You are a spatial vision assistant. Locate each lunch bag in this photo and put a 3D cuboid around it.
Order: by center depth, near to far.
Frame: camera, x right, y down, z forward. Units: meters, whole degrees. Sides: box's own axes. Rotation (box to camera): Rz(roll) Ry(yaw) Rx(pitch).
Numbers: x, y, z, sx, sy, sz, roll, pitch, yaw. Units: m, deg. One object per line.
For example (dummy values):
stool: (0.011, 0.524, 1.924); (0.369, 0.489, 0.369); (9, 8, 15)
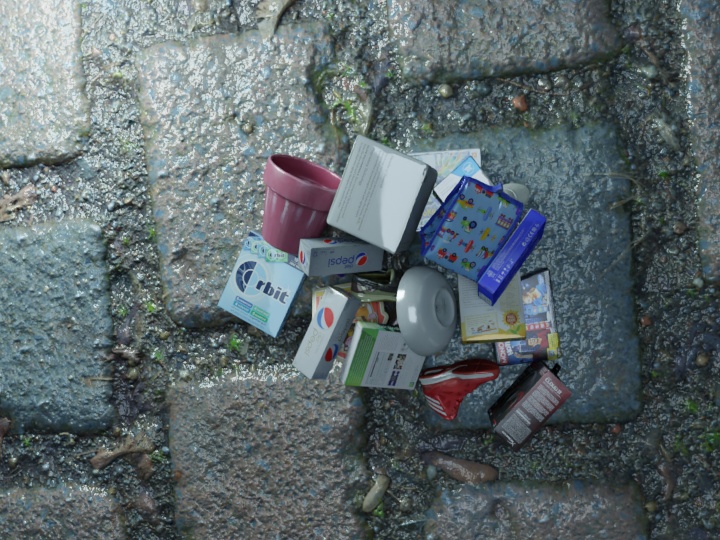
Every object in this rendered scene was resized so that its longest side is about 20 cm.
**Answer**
lunch bag: (0.234, -0.097, 1.248); (0.147, 0.095, 0.202); (23, 125, -15)

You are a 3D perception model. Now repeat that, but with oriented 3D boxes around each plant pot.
plant pot: (-0.145, -0.145, 1.386); (0.196, 0.200, 0.183); (25, 110, 5)

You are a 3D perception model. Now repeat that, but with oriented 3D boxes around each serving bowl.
serving bowl: (0.162, 0.087, 1.340); (0.065, 0.198, 0.206); (-10, 92, 40)

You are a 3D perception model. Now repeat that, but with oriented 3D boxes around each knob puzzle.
knob puzzle: (-0.030, 0.120, 1.406); (0.213, 0.031, 0.226); (-5, 64, 10)

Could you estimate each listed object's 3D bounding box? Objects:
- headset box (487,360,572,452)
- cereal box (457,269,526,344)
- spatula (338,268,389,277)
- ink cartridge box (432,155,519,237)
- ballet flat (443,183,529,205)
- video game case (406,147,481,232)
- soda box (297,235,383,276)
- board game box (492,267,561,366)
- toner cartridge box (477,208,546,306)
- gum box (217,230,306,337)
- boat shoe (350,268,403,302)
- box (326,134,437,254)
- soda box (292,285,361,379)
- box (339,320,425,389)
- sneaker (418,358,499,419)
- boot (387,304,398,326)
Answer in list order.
headset box: (0.382, 0.290, 1.348); (0.075, 0.149, 0.201); (41, 98, 3)
cereal box: (0.290, 0.057, 1.341); (0.139, 0.040, 0.206); (-4, 71, 13)
spatula: (0.000, 0.000, 1.441); (0.193, 0.057, 0.021); (4, 62, 1)
ink cartridge box: (0.267, -0.142, 1.362); (0.115, 0.068, 0.201); (-39, 88, 8)
ballet flat: (0.271, -0.142, 1.295); (0.194, 0.069, 0.072); (-10, 91, 8)
video game case: (0.190, -0.187, 1.415); (0.194, 0.022, 0.188); (-3, 92, 8)
soda box: (-0.043, -0.035, 1.371); (0.195, 0.063, 0.070); (-6, 115, -31)
board game box: (0.348, 0.110, 1.388); (0.194, 0.062, 0.207); (-8, 92, 9)
toner cartridge box: (0.324, -0.027, 1.288); (0.043, 0.095, 0.202); (34, 80, 19)
gum box: (-0.233, 0.033, 1.468); (0.167, 0.045, 0.204); (27, 95, 6)
boat shoe: (0.072, 0.030, 1.390); (0.195, 0.072, 0.068); (-4, 118, -11)
box: (0.054, -0.164, 1.326); (0.168, 0.199, 0.205); (23, 99, 11)
soda box: (-0.076, 0.141, 1.355); (0.067, 0.063, 0.204); (29, 97, 32)
box: (0.060, 0.197, 1.373); (0.195, 0.036, 0.148); (10, 108, -30)
sneaker: (0.240, 0.279, 1.402); (0.195, 0.078, 0.119); (-11, 102, 31)
boot: (0.043, 0.137, 1.430); (0.185, 0.064, 0.201); (39, 96, -2)
